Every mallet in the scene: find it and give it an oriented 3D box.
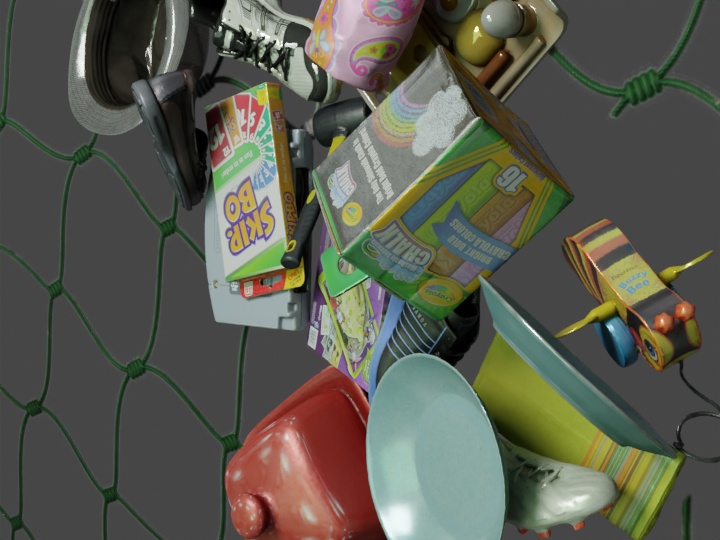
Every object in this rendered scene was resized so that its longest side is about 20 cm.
[{"bbox_3d":[-0.041,-0.081,1.039,0.065,0.201,0.041,-3,138,39],"label":"mallet"}]

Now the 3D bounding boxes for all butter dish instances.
[{"bbox_3d":[-0.063,0.223,1.115,0.199,0.147,0.201,-41,69,37],"label":"butter dish"}]

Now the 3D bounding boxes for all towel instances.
[{"bbox_3d":[0.180,0.136,0.975,0.200,0.018,0.087,37,116,32],"label":"towel"}]

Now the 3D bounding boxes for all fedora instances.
[{"bbox_3d":[-0.226,-0.238,1.224,0.176,0.090,0.202,8,90,38],"label":"fedora"}]

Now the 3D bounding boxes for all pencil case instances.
[{"bbox_3d":[0.025,-0.252,0.953,0.087,0.087,0.201,40,118,30],"label":"pencil case"}]

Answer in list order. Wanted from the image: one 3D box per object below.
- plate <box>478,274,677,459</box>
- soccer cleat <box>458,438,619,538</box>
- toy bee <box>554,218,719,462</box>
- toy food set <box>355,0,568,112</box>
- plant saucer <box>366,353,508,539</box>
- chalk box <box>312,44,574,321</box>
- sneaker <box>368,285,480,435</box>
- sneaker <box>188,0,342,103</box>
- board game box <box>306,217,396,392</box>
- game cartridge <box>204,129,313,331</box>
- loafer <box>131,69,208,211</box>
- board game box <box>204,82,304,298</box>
[{"bbox_3d":[0.158,0.079,0.868,0.026,0.200,0.200,-48,63,5],"label":"plate"},{"bbox_3d":[0.133,0.179,0.968,0.199,0.069,0.078,-16,94,56],"label":"soccer cleat"},{"bbox_3d":[0.224,0.029,0.857,0.200,0.109,0.131,37,75,22],"label":"toy bee"},{"bbox_3d":[0.073,-0.202,0.986,0.200,0.060,0.144,-48,66,35],"label":"toy food set"},{"bbox_3d":[0.073,0.170,0.975,0.200,0.038,0.203,11,103,56],"label":"plant saucer"},{"bbox_3d":[0.048,-0.053,0.929,0.200,0.123,0.125,-44,36,20],"label":"chalk box"},{"bbox_3d":[0.063,0.066,1.030,0.078,0.070,0.202,25,112,44],"label":"sneaker"},{"bbox_3d":[-0.096,-0.217,1.101,0.200,0.087,0.076,45,140,35],"label":"sneaker"},{"bbox_3d":[0.000,0.000,1.085,0.120,0.032,0.202,35,121,55],"label":"board game box"},{"bbox_3d":[-0.106,-0.043,1.177,0.133,0.041,0.202,4,94,45],"label":"game cartridge"},{"bbox_3d":[-0.178,-0.130,1.165,0.072,0.063,0.200,58,169,26],"label":"loafer"},{"bbox_3d":[-0.106,-0.077,1.137,0.095,0.030,0.202,-13,85,41],"label":"board game box"}]
